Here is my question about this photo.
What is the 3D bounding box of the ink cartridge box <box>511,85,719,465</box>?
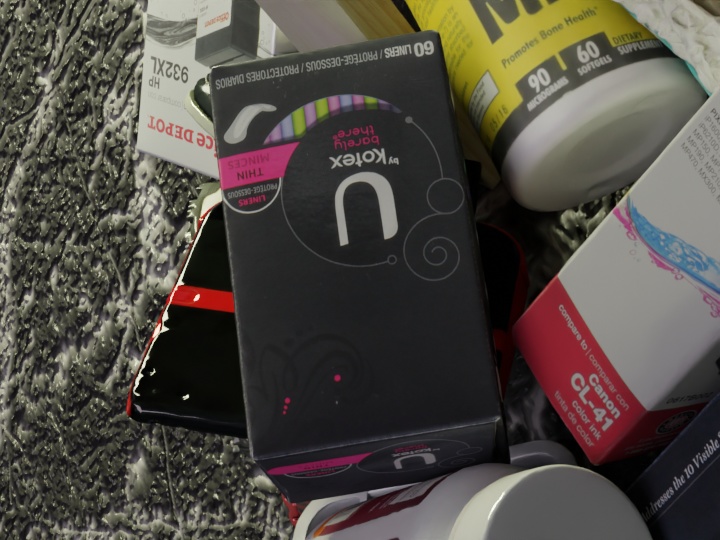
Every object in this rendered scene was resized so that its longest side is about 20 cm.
[{"bbox_3d":[0.184,-0.009,0.804,0.200,0.147,0.086,-51,57,41],"label":"ink cartridge box"}]

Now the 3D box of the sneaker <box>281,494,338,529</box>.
[{"bbox_3d":[-0.005,0.089,1.099,0.097,0.070,0.203,-2,91,52],"label":"sneaker"}]

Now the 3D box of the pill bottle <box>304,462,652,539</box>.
[{"bbox_3d":[0.050,0.156,0.860,0.200,0.113,0.115,-29,72,60],"label":"pill bottle"}]

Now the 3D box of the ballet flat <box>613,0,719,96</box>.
[{"bbox_3d":[0.158,-0.143,0.851,0.200,0.072,0.072,45,131,5],"label":"ballet flat"}]

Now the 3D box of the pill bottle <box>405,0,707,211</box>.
[{"bbox_3d":[0.086,-0.143,0.930,0.114,0.113,0.201,-48,59,41],"label":"pill bottle"}]

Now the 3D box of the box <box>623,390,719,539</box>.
[{"bbox_3d":[0.245,0.117,0.764,0.198,0.123,0.201,58,134,25],"label":"box"}]

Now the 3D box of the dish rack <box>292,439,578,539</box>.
[{"bbox_3d":[0.046,0.195,1.006,0.199,0.043,0.173,-18,51,32],"label":"dish rack"}]

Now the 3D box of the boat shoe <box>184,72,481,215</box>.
[{"bbox_3d":[-0.014,-0.077,1.006,0.199,0.074,0.067,34,112,30],"label":"boat shoe"}]

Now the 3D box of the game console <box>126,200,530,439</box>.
[{"bbox_3d":[-0.013,0.031,0.984,0.198,0.178,0.031,7,137,11],"label":"game console"}]

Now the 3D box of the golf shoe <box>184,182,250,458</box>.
[{"bbox_3d":[-0.053,0.021,1.066,0.078,0.087,0.201,67,-175,-49],"label":"golf shoe"}]

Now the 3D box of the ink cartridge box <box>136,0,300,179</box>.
[{"bbox_3d":[-0.066,-0.160,1.132,0.144,0.083,0.202,21,110,46],"label":"ink cartridge box"}]

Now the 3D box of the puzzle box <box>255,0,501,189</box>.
[{"bbox_3d":[-0.004,-0.129,0.995,0.133,0.200,0.026,33,81,42],"label":"puzzle box"}]

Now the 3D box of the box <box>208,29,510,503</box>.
[{"bbox_3d":[0.000,0.000,0.884,0.106,0.121,0.202,69,-168,-71],"label":"box"}]
